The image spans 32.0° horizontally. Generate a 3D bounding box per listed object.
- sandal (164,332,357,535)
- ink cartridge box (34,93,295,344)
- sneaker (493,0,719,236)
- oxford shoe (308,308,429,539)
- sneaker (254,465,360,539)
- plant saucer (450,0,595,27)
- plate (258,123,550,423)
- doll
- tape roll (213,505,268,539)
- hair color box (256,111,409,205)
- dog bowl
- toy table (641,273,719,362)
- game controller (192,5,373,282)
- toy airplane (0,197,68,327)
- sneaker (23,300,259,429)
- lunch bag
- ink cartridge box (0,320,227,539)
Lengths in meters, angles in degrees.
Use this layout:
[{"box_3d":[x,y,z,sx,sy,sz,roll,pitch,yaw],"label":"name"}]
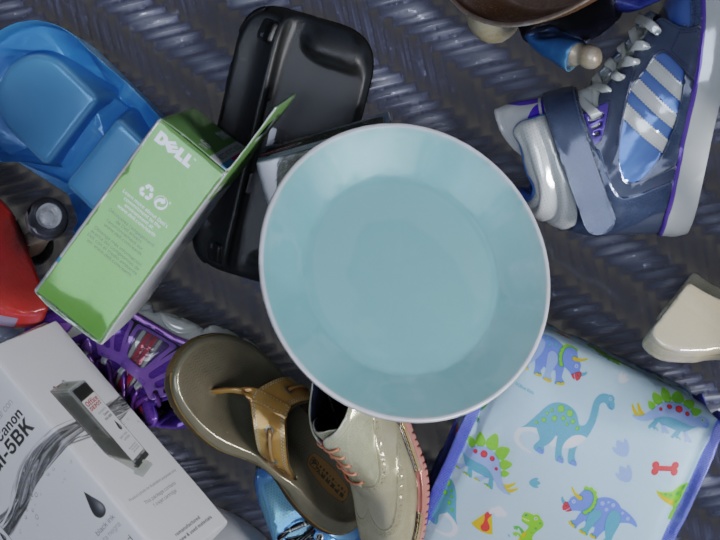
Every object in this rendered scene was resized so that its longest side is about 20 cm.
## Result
[{"box_3d":[-0.054,0.116,0.903,0.200,0.081,0.054,46,146,-20],"label":"sandal"},{"box_3d":[-0.130,-0.054,0.858,0.059,0.104,0.201,38,102,-3],"label":"ink cartridge box"},{"box_3d":[0.165,-0.122,0.851,0.144,0.081,0.204,7,108,5],"label":"sneaker"},{"box_3d":[-0.004,0.117,0.856,0.070,0.073,0.204,2,105,50],"label":"oxford shoe"},{"box_3d":[-0.023,0.231,0.954,0.078,0.090,0.202,-26,95,14],"label":"sneaker"},{"box_3d":[0.134,-0.243,0.810,0.198,0.036,0.204,-20,58,37],"label":"plant saucer"},{"box_3d":[0.028,0.002,0.820,0.196,0.026,0.204,5,71,-13],"label":"plate"},{"box_3d":[0.156,-0.200,0.830,0.198,0.048,0.139,-20,60,37],"label":"doll"},{"box_3d":[-0.146,0.291,0.999,0.199,0.071,0.206,2,101,10],"label":"tape roll"},{"box_3d":[0.000,0.000,0.900,0.097,0.061,0.203,-14,105,4],"label":"hair color box"},{"box_3d":[-0.201,-0.099,0.941,0.200,0.050,0.112,43,106,-1],"label":"dog bowl"},{"box_3d":[0.278,0.020,0.823,0.117,0.200,0.185,40,139,11],"label":"toy table"},{"box_3d":[-0.058,-0.088,0.928,0.103,0.042,0.203,14,104,-8],"label":"game controller"},{"box_3d":[-0.323,-0.050,0.896,0.197,0.141,0.202,21,144,34],"label":"toy airplane"},{"box_3d":[-0.165,0.073,0.939,0.197,0.084,0.081,15,142,7],"label":"sneaker"},{"box_3d":[0.138,0.152,0.890,0.168,0.127,0.203,23,94,5],"label":"lunch bag"},{"box_3d":[-0.217,0.163,0.904,0.200,0.083,0.147,46,116,8],"label":"ink cartridge box"}]
